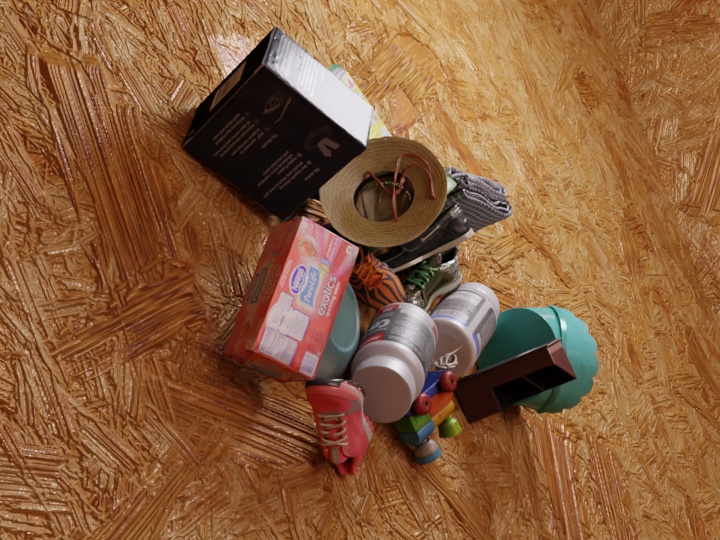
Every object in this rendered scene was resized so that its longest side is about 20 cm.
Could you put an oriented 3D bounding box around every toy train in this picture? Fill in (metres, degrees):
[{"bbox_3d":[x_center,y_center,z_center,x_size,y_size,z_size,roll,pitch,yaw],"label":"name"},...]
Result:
[{"bbox_3d":[0.132,0.215,1.679,0.200,0.085,0.116,-34,106,-42],"label":"toy train"}]

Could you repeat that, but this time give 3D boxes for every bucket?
[{"bbox_3d":[0.327,0.163,1.948,0.135,0.207,0.208,10,57,-49],"label":"bucket"}]

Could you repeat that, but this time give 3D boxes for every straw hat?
[{"bbox_3d":[0.037,-0.106,1.632,0.085,0.200,0.202,91,-15,-67],"label":"straw hat"}]

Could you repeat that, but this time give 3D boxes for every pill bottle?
[{"bbox_3d":[0.049,0.140,1.600,0.114,0.114,0.200,54,24,-12],"label":"pill bottle"},{"bbox_3d":[0.175,0.100,1.844,0.114,0.114,0.200,58,30,-6],"label":"pill bottle"}]

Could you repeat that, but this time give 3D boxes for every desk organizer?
[{"bbox_3d":[0.267,0.193,1.822,0.072,0.200,0.077,-16,80,-60],"label":"desk organizer"}]

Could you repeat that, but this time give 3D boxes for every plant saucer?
[{"bbox_3d":[-0.043,0.069,1.554,0.201,0.039,0.202,30,55,-57],"label":"plant saucer"}]

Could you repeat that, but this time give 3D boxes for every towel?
[{"bbox_3d":[0.171,-0.116,1.970,0.200,0.165,0.086,12,61,-52],"label":"towel"}]

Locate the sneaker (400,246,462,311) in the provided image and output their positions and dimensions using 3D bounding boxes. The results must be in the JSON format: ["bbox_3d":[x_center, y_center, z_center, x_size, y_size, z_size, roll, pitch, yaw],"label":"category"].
[{"bbox_3d":[0.110,0.009,1.807,0.077,0.089,0.200,26,38,26],"label":"sneaker"}]

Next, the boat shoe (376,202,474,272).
[{"bbox_3d":[0.091,-0.049,1.778,0.068,0.200,0.072,65,-3,-13],"label":"boat shoe"}]

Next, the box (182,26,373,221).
[{"bbox_3d":[-0.120,-0.213,1.554,0.200,0.197,0.118,37,36,-23],"label":"box"}]

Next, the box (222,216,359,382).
[{"bbox_3d":[-0.094,0.041,1.417,0.102,0.095,0.200,29,68,-27],"label":"box"}]

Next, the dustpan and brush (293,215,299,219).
[{"bbox_3d":[-0.093,-0.008,1.593,0.140,0.057,0.200,51,38,-44],"label":"dustpan and brush"}]

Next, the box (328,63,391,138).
[{"bbox_3d":[-0.016,-0.281,1.941,0.200,0.048,0.117,56,31,-14],"label":"box"}]

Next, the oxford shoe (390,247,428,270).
[{"bbox_3d":[0.127,-0.036,1.904,0.200,0.084,0.073,9,60,-69],"label":"oxford shoe"}]

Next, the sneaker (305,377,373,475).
[{"bbox_3d":[-0.026,0.216,1.435,0.200,0.074,0.087,66,28,-51],"label":"sneaker"}]

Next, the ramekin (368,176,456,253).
[{"bbox_3d":[0.055,-0.121,1.771,0.098,0.200,0.200,51,31,-3],"label":"ramekin"}]

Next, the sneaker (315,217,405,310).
[{"bbox_3d":[0.000,0.000,1.659,0.200,0.078,0.112,42,-2,-13],"label":"sneaker"}]

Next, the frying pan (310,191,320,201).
[{"bbox_3d":[-0.077,-0.161,1.747,0.115,0.031,0.190,2,28,-22],"label":"frying pan"}]
